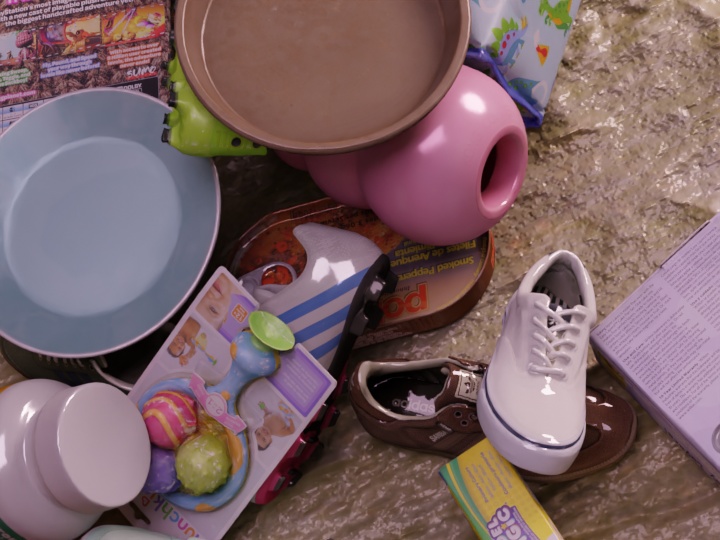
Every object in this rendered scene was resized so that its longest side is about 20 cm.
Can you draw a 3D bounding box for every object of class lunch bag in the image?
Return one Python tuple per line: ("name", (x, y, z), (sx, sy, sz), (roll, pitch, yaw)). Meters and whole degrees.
("lunch bag", (0.054, -0.209, 1.610), (0.199, 0.127, 0.171), (8, 67, 37))

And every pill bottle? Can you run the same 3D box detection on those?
("pill bottle", (-0.239, 0.137, 1.500), (0.199, 0.112, 0.114), (-17, 60, 39))

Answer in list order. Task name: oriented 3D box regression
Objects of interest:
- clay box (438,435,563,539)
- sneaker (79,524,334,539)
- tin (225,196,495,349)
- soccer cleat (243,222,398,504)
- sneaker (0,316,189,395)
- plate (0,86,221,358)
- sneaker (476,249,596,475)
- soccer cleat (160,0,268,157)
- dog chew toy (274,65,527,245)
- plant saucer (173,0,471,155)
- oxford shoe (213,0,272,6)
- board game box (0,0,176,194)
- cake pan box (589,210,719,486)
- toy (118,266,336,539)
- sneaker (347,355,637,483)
("clay box", (0.128, 0.212, 1.401), (0.047, 0.115, 0.201), (-32, 62, 1))
("sneaker", (-0.093, 0.195, 1.444), (0.199, 0.119, 0.074), (22, 49, 6))
("tin", (0.000, 0.000, 1.575), (0.198, 0.042, 0.113), (-14, 60, 9))
("soccer cleat", (-0.048, 0.061, 1.518), (0.086, 0.070, 0.201), (28, 100, 14))
("sneaker", (-0.182, 0.053, 1.574), (0.199, 0.090, 0.068), (14, 72, 21))
("plate", (-0.189, -0.032, 1.546), (0.198, 0.026, 0.202), (-5, 70, 14))
("sneaker", (0.118, 0.053, 1.432), (0.072, 0.071, 0.201), (13, 31, -5))
("soccer cleat", (-0.097, -0.137, 1.540), (0.080, 0.068, 0.201), (9, 34, -10))
("dog chew toy", (0.016, -0.093, 1.530), (0.199, 0.125, 0.125), (18, 73, 32))
("plant saucer", (-0.025, -0.161, 1.463), (0.198, 0.030, 0.202), (-1, 65, 2))
("oxford shoe", (-0.102, -0.223, 1.546), (0.071, 0.071, 0.200), (-42, 70, -15))
("board game box", (-0.202, -0.134, 1.658), (0.158, 0.097, 0.202), (-9, 65, 12))
("cake pan box", (0.282, 0.045, 1.467), (0.200, 0.052, 0.184), (-43, 65, -5))
("toy", (-0.114, 0.109, 1.487), (0.115, 0.047, 0.200), (44, 115, 13))
("sneaker", (0.086, 0.097, 1.486), (0.198, 0.076, 0.071), (2, 67, 17))
